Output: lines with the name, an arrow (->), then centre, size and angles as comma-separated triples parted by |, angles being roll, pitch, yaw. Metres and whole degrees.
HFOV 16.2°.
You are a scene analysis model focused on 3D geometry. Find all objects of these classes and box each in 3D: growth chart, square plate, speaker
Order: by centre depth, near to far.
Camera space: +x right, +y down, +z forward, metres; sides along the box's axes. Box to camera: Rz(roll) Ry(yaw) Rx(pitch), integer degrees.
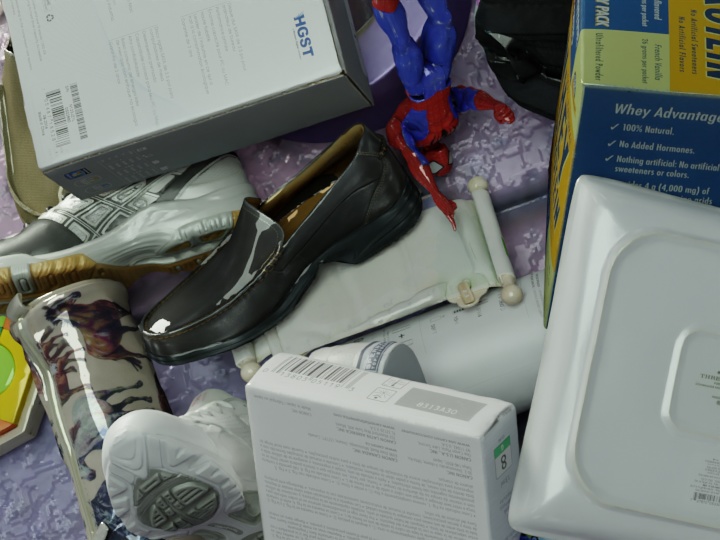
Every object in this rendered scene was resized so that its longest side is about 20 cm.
square plate -> 0.196, 0.064, 1.377 | 0.199, 0.028, 0.199 | 12, 86, -7
speaker -> 0.074, 0.055, 1.563 | 0.200, 0.081, 0.081 | -21, 75, 8
growth chart -> 0.000, 0.000, 1.590 | 0.199, 0.018, 0.145 | -18, 38, 11

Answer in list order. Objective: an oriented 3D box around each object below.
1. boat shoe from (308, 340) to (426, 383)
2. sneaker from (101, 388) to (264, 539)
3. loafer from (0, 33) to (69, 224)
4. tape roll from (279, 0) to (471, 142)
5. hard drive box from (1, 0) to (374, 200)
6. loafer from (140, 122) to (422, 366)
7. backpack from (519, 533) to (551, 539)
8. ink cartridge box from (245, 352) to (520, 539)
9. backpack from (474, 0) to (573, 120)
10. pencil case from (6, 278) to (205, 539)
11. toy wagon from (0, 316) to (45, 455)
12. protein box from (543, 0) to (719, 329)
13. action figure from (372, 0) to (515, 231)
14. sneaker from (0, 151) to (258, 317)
boat shoe -> 0.013, 0.129, 1.525 | 0.070, 0.200, 0.071 | 2, 37, 29
sneaker -> -0.099, 0.113, 1.541 | 0.078, 0.200, 0.100 | -26, 59, 17
loafer -> -0.206, -0.123, 1.675 | 0.076, 0.067, 0.201 | -4, 78, 13
tape roll -> -0.032, -0.189, 1.638 | 0.199, 0.085, 0.201 | -3, 77, 13
hard drive box -> -0.110, -0.151, 1.564 | 0.199, 0.077, 0.156 | -17, 74, 10
loafer -> -0.059, -0.018, 1.574 | 0.200, 0.072, 0.073 | -37, 37, -12
backpack -> 0.177, 0.147, 1.470 | 0.182, 0.135, 0.201 | 16, 98, 17
ink cartridge box -> 0.018, 0.156, 1.460 | 0.161, 0.050, 0.201 | 11, 122, 31
backpack -> 0.170, -0.167, 1.553 | 0.199, 0.167, 0.127 | 0, 45, 15
pencil case -> -0.159, 0.104, 1.594 | 0.078, 0.089, 0.201 | -27, 80, 40
toy wagon -> -0.297, 0.053, 1.675 | 0.199, 0.040, 0.156 | 16, 83, 16
protein box -> 0.212, -0.072, 1.452 | 0.198, 0.200, 0.135 | 5, 47, 1
action figure -> 0.053, -0.108, 1.538 | 0.065, 0.200, 0.099 | -31, 59, -15
sneaker -> -0.166, -0.032, 1.629 | 0.199, 0.076, 0.088 | -16, 69, -7
